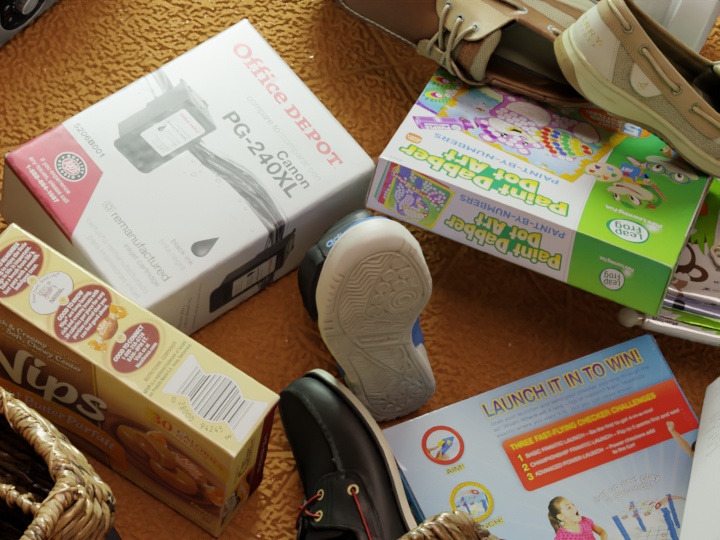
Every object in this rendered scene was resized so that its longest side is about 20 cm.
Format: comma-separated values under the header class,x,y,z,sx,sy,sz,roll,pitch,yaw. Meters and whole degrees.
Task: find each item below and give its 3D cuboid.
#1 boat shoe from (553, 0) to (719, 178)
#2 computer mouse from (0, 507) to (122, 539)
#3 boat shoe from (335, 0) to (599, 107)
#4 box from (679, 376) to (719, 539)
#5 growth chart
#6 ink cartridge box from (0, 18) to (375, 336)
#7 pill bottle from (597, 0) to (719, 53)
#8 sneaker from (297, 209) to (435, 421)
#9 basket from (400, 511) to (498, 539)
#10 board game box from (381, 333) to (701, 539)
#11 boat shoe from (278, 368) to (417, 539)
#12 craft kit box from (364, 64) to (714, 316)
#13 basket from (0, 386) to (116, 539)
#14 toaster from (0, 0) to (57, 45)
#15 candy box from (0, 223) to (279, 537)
class,x,y,z,sx,sy,sz,roll,pitch,yaw
boat shoe,0.216,-0.118,1.696,0.200,0.063,0.073,26,35,-29
computer mouse,-0.172,0.182,1.571,0.138,0.053,0.200,-28,68,-22
boat shoe,0.079,-0.161,1.724,0.199,0.076,0.074,16,39,0
box,0.274,0.137,1.584,0.124,0.097,0.200,39,34,-12
growth chart,0.217,-0.018,1.748,0.144,0.018,0.201,9,43,-7
ink cartridge box,-0.111,-0.052,1.699,0.200,0.084,0.145,-33,70,-24
pill bottle,0.161,-0.228,1.828,0.199,0.116,0.116,28,59,8
sneaker,-0.001,0.000,1.623,0.076,0.200,0.112,-21,59,-3
basket,0.049,0.255,1.501,0.142,0.149,0.200,-29,79,-37
board game box,0.135,0.162,1.632,0.199,0.056,0.197,-18,64,-19
boat shoe,-0.006,0.153,1.603,0.063,0.074,0.202,-14,67,-26
craft kit box,0.126,-0.067,1.709,0.199,0.049,0.198,21,36,7
basket,-0.254,0.122,1.494,0.199,0.149,0.143,26,86,21
toaster,-0.260,-0.275,1.785,0.200,0.119,0.181,40,61,14
candy box,-0.149,0.068,1.604,0.199,0.116,0.055,33,59,10
